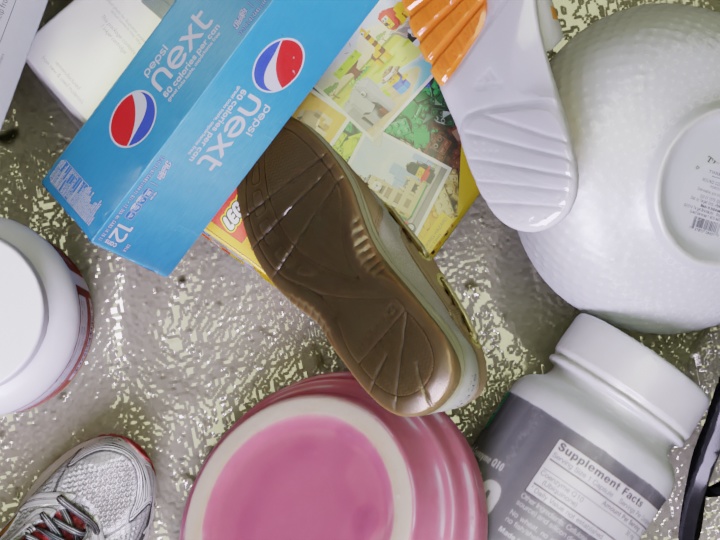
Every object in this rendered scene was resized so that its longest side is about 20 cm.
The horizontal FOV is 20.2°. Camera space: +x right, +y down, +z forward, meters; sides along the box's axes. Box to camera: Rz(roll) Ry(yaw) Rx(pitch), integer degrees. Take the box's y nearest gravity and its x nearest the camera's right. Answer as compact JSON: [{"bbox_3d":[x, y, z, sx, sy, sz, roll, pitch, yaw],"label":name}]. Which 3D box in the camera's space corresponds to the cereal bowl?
[{"bbox_3d":[0.193,-0.055,1.187,0.199,0.083,0.201,-5,103,-24],"label":"cereal bowl"}]

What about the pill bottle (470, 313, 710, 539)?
[{"bbox_3d":[0.113,0.134,1.192,0.113,0.113,0.200,35,85,-1],"label":"pill bottle"}]

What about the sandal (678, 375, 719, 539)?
[{"bbox_3d":[0.228,0.084,1.183,0.045,0.075,0.201,18,118,6],"label":"sandal"}]

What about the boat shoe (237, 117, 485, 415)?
[{"bbox_3d":[0.000,0.000,1.124,0.074,0.066,0.200,-41,64,20],"label":"boat shoe"}]

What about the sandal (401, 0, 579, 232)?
[{"bbox_3d":[0.080,-0.117,1.152,0.079,0.059,0.207,-19,77,23],"label":"sandal"}]

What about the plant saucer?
[{"bbox_3d":[-0.026,0.151,1.161,0.200,0.051,0.201,-12,64,25],"label":"plant saucer"}]

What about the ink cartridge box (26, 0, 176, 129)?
[{"bbox_3d":[-0.099,-0.160,1.191,0.200,0.117,0.067,-41,86,-5],"label":"ink cartridge box"}]

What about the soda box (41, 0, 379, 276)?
[{"bbox_3d":[-0.083,-0.099,1.115,0.200,0.068,0.064,-52,51,9],"label":"soda box"}]

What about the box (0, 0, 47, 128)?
[{"bbox_3d":[-0.264,-0.176,1.081,0.200,0.041,0.156,25,66,-20],"label":"box"}]

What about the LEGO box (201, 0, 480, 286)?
[{"bbox_3d":[0.000,-0.076,1.213,0.149,0.077,0.200,35,86,-2],"label":"LEGO box"}]

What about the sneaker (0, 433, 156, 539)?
[{"bbox_3d":[-0.190,0.184,1.186,0.078,0.082,0.200,37,85,-1],"label":"sneaker"}]

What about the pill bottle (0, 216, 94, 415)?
[{"bbox_3d":[-0.211,0.026,1.133,0.112,0.200,0.113,0,87,-3],"label":"pill bottle"}]
